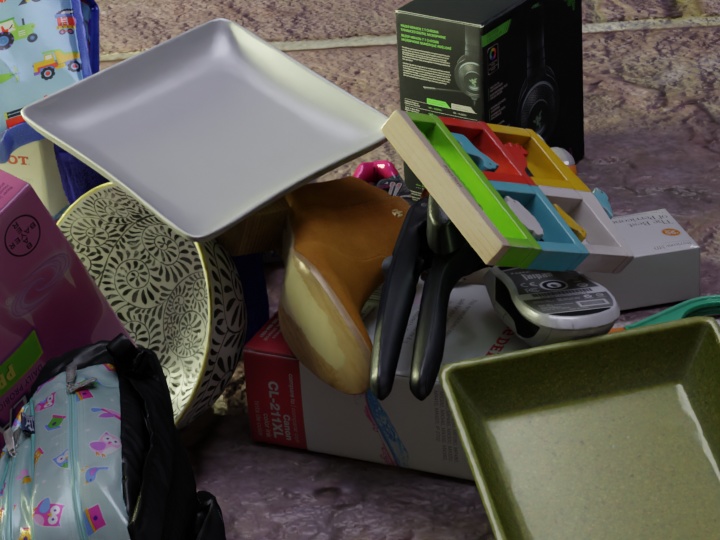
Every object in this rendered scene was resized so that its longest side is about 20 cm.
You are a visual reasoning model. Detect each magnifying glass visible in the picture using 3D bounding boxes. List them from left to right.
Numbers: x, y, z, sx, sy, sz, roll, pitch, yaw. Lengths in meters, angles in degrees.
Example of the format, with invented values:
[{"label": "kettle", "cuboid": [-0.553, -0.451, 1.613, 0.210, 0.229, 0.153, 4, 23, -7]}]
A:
[{"label": "magnifying glass", "cuboid": [0.225, 0.050, 1.673, 0.199, 0.022, 0.080, -9, 27, -9]}]

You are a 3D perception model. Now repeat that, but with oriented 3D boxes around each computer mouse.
[{"label": "computer mouse", "cuboid": [0.123, 0.019, 1.542, 0.109, 0.044, 0.200, -5, 21, -13]}]

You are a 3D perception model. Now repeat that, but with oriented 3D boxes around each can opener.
[{"label": "can opener", "cuboid": [0.038, 0.014, 1.488, 0.063, 0.079, 0.200, -3, 44, 22]}]

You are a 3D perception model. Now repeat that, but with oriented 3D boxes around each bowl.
[{"label": "bowl", "cuboid": [-0.145, 0.038, 1.603, 0.094, 0.201, 0.201, 5, 13, -46]}]

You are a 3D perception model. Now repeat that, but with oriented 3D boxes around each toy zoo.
[{"label": "toy zoo", "cuboid": [0.113, -0.053, 1.520, 0.200, 0.020, 0.131, 2, 44, -53]}]

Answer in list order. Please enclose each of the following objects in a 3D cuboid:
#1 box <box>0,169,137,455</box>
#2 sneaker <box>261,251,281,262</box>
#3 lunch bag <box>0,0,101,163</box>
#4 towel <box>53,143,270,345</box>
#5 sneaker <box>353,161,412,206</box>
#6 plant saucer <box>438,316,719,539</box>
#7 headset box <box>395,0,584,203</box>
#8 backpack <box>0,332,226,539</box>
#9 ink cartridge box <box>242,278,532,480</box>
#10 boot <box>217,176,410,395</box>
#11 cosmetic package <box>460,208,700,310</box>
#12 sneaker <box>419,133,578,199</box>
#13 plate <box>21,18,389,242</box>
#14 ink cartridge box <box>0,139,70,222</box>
[{"label": "box", "cuboid": [-0.263, 0.056, 1.466, 0.097, 0.200, 0.176, 24, 61, 42]}, {"label": "sneaker", "cuboid": [-0.102, -0.051, 1.774, 0.074, 0.081, 0.200, 9, -4, 14]}, {"label": "lunch bag", "cuboid": [-0.277, -0.158, 1.667, 0.150, 0.094, 0.200, -14, 45, 2]}, {"label": "towel", "cuboid": [-0.152, -0.021, 1.671, 0.147, 0.200, 0.050, 3, 40, 16]}, {"label": "sneaker", "cuboid": [0.007, -0.033, 1.754, 0.080, 0.075, 0.200, -4, 16, -2]}, {"label": "plant saucer", "cuboid": [0.169, 0.137, 1.413, 0.199, 0.048, 0.200, -10, 54, -13]}, {"label": "headset box", "cuboid": [0.118, -0.171, 1.927, 0.093, 0.200, 0.174, 14, 31, 32]}, {"label": "backpack", "cuboid": [-0.164, 0.159, 1.384, 0.126, 0.167, 0.200, -21, 29, 8]}, {"label": "ink cartridge box", "cuboid": [0.036, 0.072, 1.583, 0.200, 0.083, 0.146, 9, 29, 23]}, {"label": "boot", "cuboid": [0.000, 0.000, 1.552, 0.144, 0.071, 0.201, -11, 47, -36]}, {"label": "cosmetic package", "cuboid": [0.165, -0.001, 1.748, 0.199, 0.051, 0.083, -9, 28, -11]}, {"label": "sneaker", "cuboid": [0.097, -0.062, 1.700, 0.112, 0.078, 0.200, -10, 0, -7]}, {"label": "plate", "cuboid": [-0.108, -0.098, 1.573, 0.200, 0.032, 0.199, -31, 49, -34]}, {"label": "ink cartridge box", "cuboid": [-0.280, -0.067, 1.768, 0.128, 0.200, 0.125, 6, 28, 18]}]
